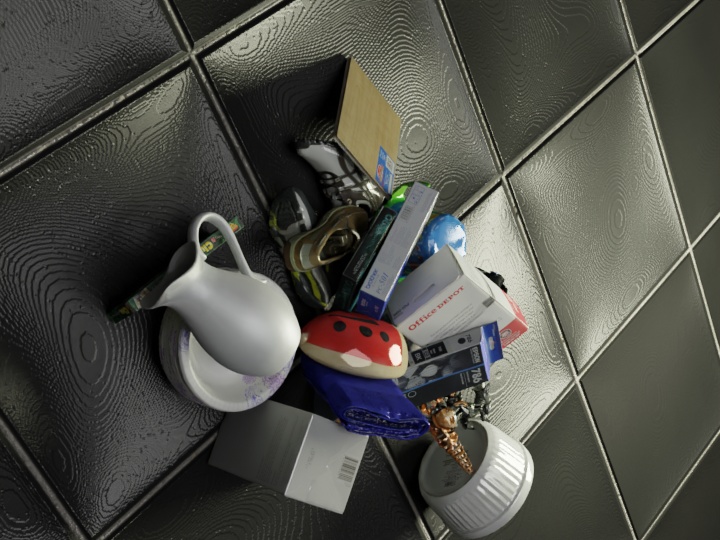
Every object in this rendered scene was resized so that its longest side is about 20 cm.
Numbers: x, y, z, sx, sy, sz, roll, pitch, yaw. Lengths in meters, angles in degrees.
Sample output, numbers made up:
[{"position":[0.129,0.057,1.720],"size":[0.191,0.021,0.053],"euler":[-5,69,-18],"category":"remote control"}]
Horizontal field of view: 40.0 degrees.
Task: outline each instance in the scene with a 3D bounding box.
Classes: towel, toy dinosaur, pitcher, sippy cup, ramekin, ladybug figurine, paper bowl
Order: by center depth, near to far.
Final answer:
[{"position":[-0.169,0.033,1.308],"size":[0.200,0.121,0.172],"euler":[39,56,-26],"category":"pitcher"},{"position":[-0.198,0.096,1.423],"size":[0.200,0.104,0.202],"euler":[-7,100,-41],"category":"paper bowl"},{"position":[0.000,0.187,1.472],"size":[0.147,0.200,0.050],"euler":[16,104,-27],"category":"towel"},{"position":[-0.007,0.109,1.501],"size":[0.199,0.136,0.072],"euler":[12,106,-39],"category":"ladybug figurine"},{"position":[0.103,-0.049,1.655],"size":[0.140,0.130,0.178],"euler":[-53,125,-24],"category":"sippy cup"},{"position":[0.145,0.244,1.686],"size":[0.135,0.102,0.201],"euler":[-11,97,-41],"category":"toy dinosaur"},{"position":[0.196,0.359,1.747],"size":[0.105,0.200,0.201],"euler":[43,67,-25],"category":"ramekin"}]

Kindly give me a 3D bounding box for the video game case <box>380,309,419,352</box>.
[{"position":[0.067,0.159,1.683],"size":[0.182,0.024,0.201],"euler":[-16,107,-59],"category":"video game case"}]

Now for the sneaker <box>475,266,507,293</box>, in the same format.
[{"position":[0.189,0.060,1.737],"size":[0.200,0.112,0.073],"euler":[-47,134,-37],"category":"sneaker"}]

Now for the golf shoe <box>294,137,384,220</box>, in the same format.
[{"position":[-0.031,-0.142,1.562],"size":[0.200,0.078,0.095],"euler":[27,78,-39],"category":"golf shoe"}]

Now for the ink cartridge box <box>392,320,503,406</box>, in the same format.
[{"position":[0.142,0.157,1.604],"size":[0.199,0.039,0.100],"euler":[-21,132,-2],"category":"ink cartridge box"}]

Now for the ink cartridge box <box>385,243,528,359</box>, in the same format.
[{"position":[0.156,0.068,1.615],"size":[0.147,0.083,0.200],"euler":[-39,131,16],"category":"ink cartridge box"}]

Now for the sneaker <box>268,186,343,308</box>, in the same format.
[{"position":[-0.081,-0.043,1.544],"size":[0.085,0.074,0.201],"euler":[-41,124,-48],"category":"sneaker"}]

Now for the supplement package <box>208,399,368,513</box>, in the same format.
[{"position":[-0.109,0.264,1.457],"size":[0.120,0.200,0.122],"euler":[28,77,-39],"category":"supplement package"}]

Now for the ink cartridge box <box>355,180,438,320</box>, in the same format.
[{"position":[0.055,-0.030,1.514],"size":[0.044,0.094,0.200],"euler":[25,68,5],"category":"ink cartridge box"}]

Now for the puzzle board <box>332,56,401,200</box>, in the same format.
[{"position":[0.011,-0.226,1.572],"size":[0.151,0.017,0.201],"euler":[47,36,-35],"category":"puzzle board"}]

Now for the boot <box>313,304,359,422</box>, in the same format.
[{"position":[-0.020,0.162,1.629],"size":[0.097,0.074,0.201],"euler":[44,58,-60],"category":"boot"}]

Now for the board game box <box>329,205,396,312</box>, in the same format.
[{"position":[0.000,0.000,1.540],"size":[0.028,0.200,0.136],"euler":[28,65,4],"category":"board game box"}]

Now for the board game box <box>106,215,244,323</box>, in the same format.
[{"position":[-0.254,-0.001,1.363],"size":[0.200,0.105,0.023],"euler":[-42,97,-30],"category":"board game box"}]

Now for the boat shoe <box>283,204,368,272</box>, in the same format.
[{"position":[-0.031,-0.046,1.482],"size":[0.200,0.076,0.072],"euler":[-40,122,-50],"category":"boat shoe"}]
